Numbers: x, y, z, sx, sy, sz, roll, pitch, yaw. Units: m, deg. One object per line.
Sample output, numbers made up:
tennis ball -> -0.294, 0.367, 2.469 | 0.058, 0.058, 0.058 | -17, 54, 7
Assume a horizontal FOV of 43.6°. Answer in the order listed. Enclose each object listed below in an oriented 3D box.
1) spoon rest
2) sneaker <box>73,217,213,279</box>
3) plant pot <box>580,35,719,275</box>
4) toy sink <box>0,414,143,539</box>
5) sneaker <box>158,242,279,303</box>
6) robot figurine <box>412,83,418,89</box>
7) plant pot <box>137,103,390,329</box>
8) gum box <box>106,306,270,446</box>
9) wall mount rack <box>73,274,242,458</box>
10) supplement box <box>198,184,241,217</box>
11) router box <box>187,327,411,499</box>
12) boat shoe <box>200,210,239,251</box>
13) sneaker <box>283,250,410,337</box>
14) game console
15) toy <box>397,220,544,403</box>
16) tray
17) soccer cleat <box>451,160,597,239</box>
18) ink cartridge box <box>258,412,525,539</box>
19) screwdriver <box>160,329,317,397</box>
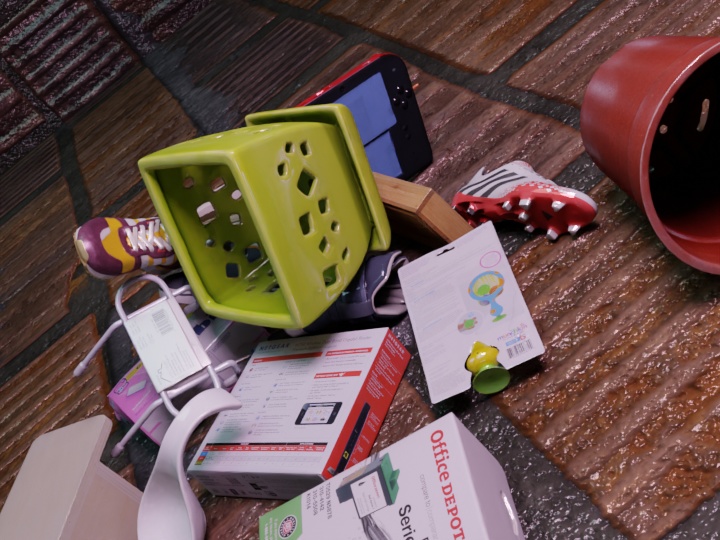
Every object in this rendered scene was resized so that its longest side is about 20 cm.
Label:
spoon rest -> -0.180, 0.216, 0.904 | 0.099, 0.061, 0.201 | 24, 98, 41
sneaker -> -0.249, -0.037, 1.056 | 0.090, 0.075, 0.200 | -23, -5, 19
plant pot -> 0.300, -0.123, 0.799 | 0.201, 0.201, 0.195 | -36, 21, 5
toy sink -> -0.311, 0.280, 0.980 | 0.130, 0.112, 0.200 | -21, 39, 28
sneaker -> -0.153, -0.003, 1.130 | 0.199, 0.080, 0.078 | -2, 14, -6
robot figurine -> -0.001, -0.199, 1.288 | 0.200, 0.144, 0.117 | -41, 56, -4
plant pot -> -0.091, -0.071, 0.979 | 0.181, 0.200, 0.200 | -36, 25, -34
gum box -> -0.217, 0.127, 1.129 | 0.200, 0.066, 0.113 | -48, 32, -15
wall mount rack -> -0.239, 0.111, 1.032 | 0.173, 0.075, 0.200 | -29, 63, -10
supplement box -> -0.115, -0.083, 1.236 | 0.200, 0.126, 0.074 | -26, 21, 20
router box -> -0.064, 0.150, 0.948 | 0.200, 0.049, 0.180 | -9, 41, 41
boat shoe -> -0.165, -0.050, 1.177 | 0.199, 0.065, 0.072 | -20, 14, 12
sneaker -> 0.000, 0.002, 1.061 | 0.146, 0.077, 0.203 | -14, 27, 20
game console -> -0.002, -0.162, 1.147 | 0.200, 0.177, 0.031 | -36, 33, -20
toy -> 0.110, 0.047, 0.902 | 0.115, 0.047, 0.200 | -27, 35, 13
tray -> 0.051, -0.071, 1.070 | 0.037, 0.099, 0.200 | -55, 32, -7
soccer cleat -> 0.181, -0.084, 0.984 | 0.200, 0.069, 0.085 | 3, 54, 55
ink cartridge box -> 0.023, 0.225, 0.715 | 0.200, 0.084, 0.146 | -32, 31, 12
screwdriver -> -0.144, 0.105, 1.071 | 0.199, 0.028, 0.029 | -22, 32, -4
